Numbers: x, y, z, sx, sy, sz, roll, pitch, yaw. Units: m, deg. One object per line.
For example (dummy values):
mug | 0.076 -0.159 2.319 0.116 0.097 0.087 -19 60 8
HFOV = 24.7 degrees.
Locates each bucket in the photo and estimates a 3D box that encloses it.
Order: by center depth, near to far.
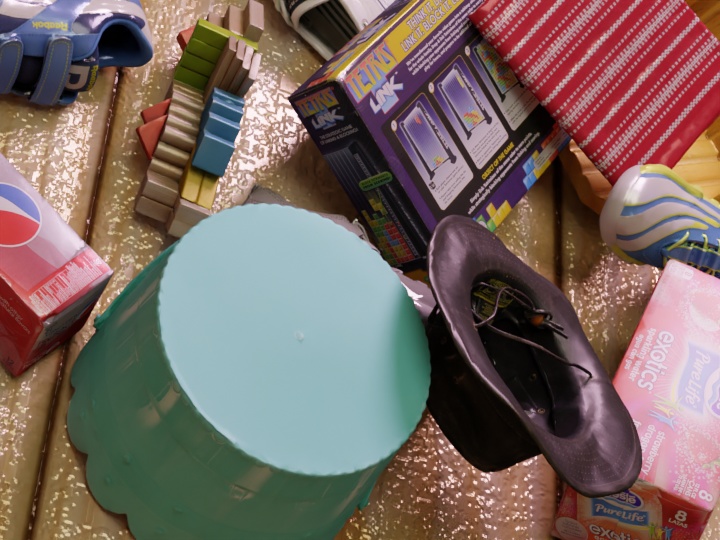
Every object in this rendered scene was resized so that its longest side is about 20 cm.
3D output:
bucket | -0.063 0.068 0.993 0.205 0.135 0.209 15 54 -22

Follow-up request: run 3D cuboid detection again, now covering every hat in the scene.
hat | 0.085 0.068 1.027 0.200 0.081 0.202 40 27 -25

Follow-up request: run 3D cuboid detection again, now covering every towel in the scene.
towel | 0.189 -0.163 1.232 0.200 0.022 0.145 47 75 -14

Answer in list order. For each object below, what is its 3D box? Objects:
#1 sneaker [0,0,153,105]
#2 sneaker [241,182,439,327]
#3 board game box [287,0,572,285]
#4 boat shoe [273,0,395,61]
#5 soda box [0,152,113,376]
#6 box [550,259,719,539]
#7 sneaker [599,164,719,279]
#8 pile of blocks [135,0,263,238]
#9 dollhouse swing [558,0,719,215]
sneaker | -0.220 -0.151 1.090 0.199 0.074 0.083 -28 78 -37
sneaker | 0.000 0.000 1.111 0.198 0.075 0.083 28 52 -10
board game box | 0.057 -0.111 1.193 0.166 0.056 0.200 57 47 -15
boat shoe | -0.031 -0.211 1.232 0.200 0.074 0.067 41 47 0
soda box | -0.246 -0.037 1.001 0.200 0.070 0.063 46 49 6
box | 0.214 0.103 1.134 0.095 0.100 0.201 23 48 12
sneaker | 0.258 -0.021 1.210 0.104 0.076 0.199 27 7 36
pile of blocks | -0.114 -0.114 1.118 0.062 0.082 0.202 21 53 -16
dollhouse swing | 0.259 -0.150 1.304 0.175 0.181 0.202 4 56 -51
